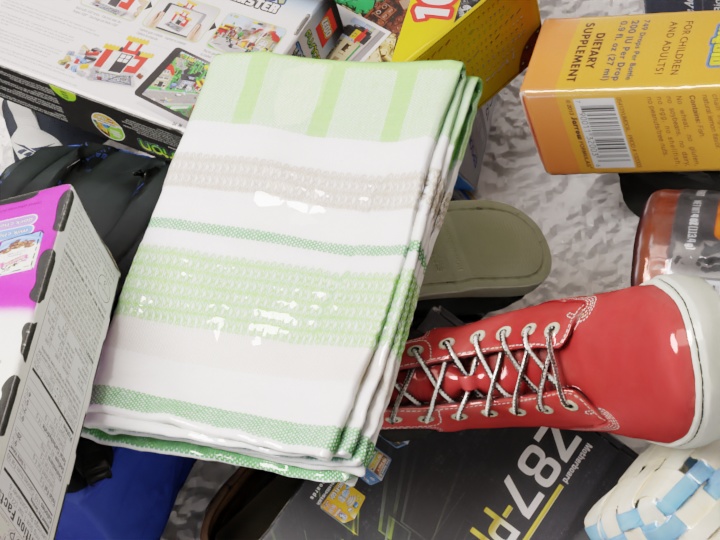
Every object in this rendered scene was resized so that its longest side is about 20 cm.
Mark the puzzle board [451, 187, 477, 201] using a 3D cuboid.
[{"bbox_3d":[-0.017,-0.027,1.068,0.150,0.017,0.200,-30,54,-11],"label":"puzzle board"}]

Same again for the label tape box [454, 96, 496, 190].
[{"bbox_3d":[0.001,-0.095,1.066,0.142,0.066,0.201,5,59,16],"label":"label tape box"}]

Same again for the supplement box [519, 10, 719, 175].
[{"bbox_3d":[0.189,-0.094,0.956,0.199,0.069,0.067,1,48,24],"label":"supplement box"}]

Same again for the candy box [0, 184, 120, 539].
[{"bbox_3d":[-0.187,0.061,0.777,0.136,0.061,0.201,-12,39,17],"label":"candy box"}]

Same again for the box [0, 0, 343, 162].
[{"bbox_3d":[-0.120,-0.124,0.956,0.199,0.035,0.110,22,64,26],"label":"box"}]

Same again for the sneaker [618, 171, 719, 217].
[{"bbox_3d":[0.245,-0.066,0.997,0.199,0.081,0.087,13,56,21],"label":"sneaker"}]

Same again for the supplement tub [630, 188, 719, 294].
[{"bbox_3d":[0.239,0.016,0.920,0.199,0.107,0.107,4,55,15],"label":"supplement tub"}]

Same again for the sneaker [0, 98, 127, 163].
[{"bbox_3d":[-0.173,-0.148,1.122,0.079,0.130,0.200,9,56,18],"label":"sneaker"}]

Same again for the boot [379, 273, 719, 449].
[{"bbox_3d":[0.068,0.046,0.783,0.143,0.200,0.073,-6,88,-13],"label":"boot"}]

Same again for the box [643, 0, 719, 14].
[{"bbox_3d":[0.258,-0.186,1.007,0.199,0.197,0.118,6,54,17],"label":"box"}]

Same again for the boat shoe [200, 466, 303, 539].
[{"bbox_3d":[-0.009,0.093,0.939,0.075,0.072,0.200,26,63,28],"label":"boat shoe"}]

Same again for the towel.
[{"bbox_3d":[-0.039,-0.010,0.820,0.148,0.031,0.201,7,67,26],"label":"towel"}]

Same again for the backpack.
[{"bbox_3d":[-0.146,0.045,0.944,0.162,0.168,0.201,14,61,16],"label":"backpack"}]

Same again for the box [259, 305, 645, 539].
[{"bbox_3d":[0.040,0.142,0.871,0.161,0.049,0.200,38,66,2],"label":"box"}]

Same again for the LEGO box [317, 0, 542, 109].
[{"bbox_3d":[-0.022,-0.120,1.000,0.200,0.077,0.149,-41,57,-16],"label":"LEGO box"}]

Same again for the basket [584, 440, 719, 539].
[{"bbox_3d":[0.214,0.139,0.824,0.200,0.139,0.176,45,67,-3],"label":"basket"}]

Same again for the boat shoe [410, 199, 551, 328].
[{"bbox_3d":[0.000,-0.002,0.930,0.198,0.066,0.075,-2,61,-33],"label":"boat shoe"}]
